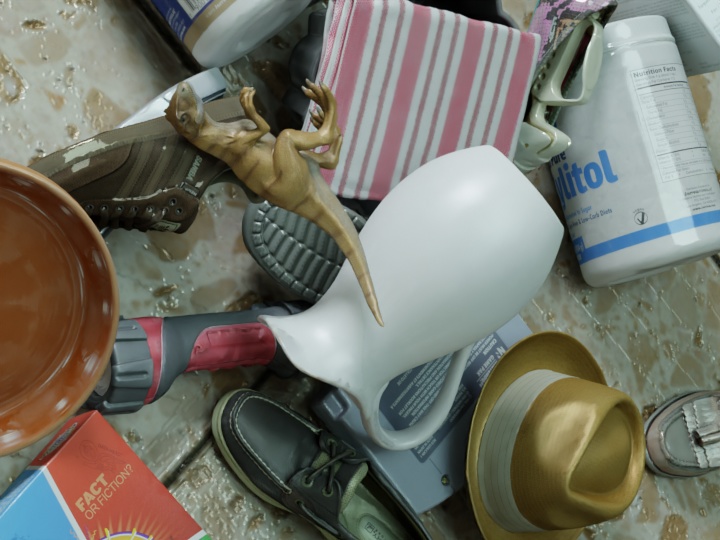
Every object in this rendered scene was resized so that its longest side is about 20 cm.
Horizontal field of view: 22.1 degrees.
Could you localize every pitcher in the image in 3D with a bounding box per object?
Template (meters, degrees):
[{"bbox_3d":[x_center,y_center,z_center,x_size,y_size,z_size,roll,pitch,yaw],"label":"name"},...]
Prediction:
[{"bbox_3d":[0.052,0.024,1.290,0.200,0.121,0.172,-42,131,-1],"label":"pitcher"}]

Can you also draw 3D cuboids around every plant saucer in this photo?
[{"bbox_3d":[-0.251,0.023,1.146,0.199,0.032,0.201,-6,110,-16],"label":"plant saucer"}]

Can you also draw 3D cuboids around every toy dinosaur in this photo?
[{"bbox_3d":[-0.042,-0.061,1.220,0.200,0.060,0.106,39,70,-11],"label":"toy dinosaur"}]

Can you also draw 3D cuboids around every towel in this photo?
[{"bbox_3d":[0.043,-0.121,1.356,0.199,0.030,0.147,7,103,-39],"label":"towel"}]

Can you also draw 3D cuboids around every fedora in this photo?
[{"bbox_3d":[0.162,0.141,1.419,0.200,0.082,0.202,-2,92,-49],"label":"fedora"}]

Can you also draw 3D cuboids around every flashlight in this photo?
[{"bbox_3d":[-0.103,0.059,1.285,0.199,0.068,0.068,-3,97,-38],"label":"flashlight"}]

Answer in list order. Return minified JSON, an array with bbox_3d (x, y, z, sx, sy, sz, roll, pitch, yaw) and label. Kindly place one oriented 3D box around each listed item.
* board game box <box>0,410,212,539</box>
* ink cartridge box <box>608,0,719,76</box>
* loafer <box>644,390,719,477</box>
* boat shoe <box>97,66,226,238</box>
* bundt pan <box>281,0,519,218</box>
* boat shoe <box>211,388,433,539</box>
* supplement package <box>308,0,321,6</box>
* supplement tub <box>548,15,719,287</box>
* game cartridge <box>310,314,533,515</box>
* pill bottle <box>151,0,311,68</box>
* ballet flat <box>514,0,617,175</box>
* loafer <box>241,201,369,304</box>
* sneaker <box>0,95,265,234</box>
[{"bbox_3d":[-0.163,0.216,1.207,0.200,0.040,0.153,50,53,-14],"label":"board game box"},{"bbox_3d":[0.238,-0.255,1.576,0.047,0.160,0.200,-40,103,-15],"label":"ink cartridge box"},{"bbox_3d":[0.327,0.132,1.588,0.199,0.063,0.072,-7,81,-38],"label":"loafer"},{"bbox_3d":[-0.155,-0.067,1.280,0.068,0.072,0.200,53,55,-9],"label":"boat shoe"},{"bbox_3d":[0.026,-0.138,1.399,0.201,0.076,0.203,-12,114,-30],"label":"bundt pan"},{"bbox_3d":[-0.018,0.152,1.319,0.201,0.066,0.072,45,56,-17],"label":"boat shoe"},{"bbox_3d":[-0.019,-0.303,1.431,0.200,0.111,0.156,-30,95,-39],"label":"supplement package"},{"bbox_3d":[0.222,-0.097,1.537,0.132,0.132,0.201,-12,83,-39],"label":"supplement tub"},{"bbox_3d":[0.059,0.090,1.418,0.200,0.041,0.133,-46,109,-37],"label":"game cartridge"},{"bbox_3d":[-0.127,-0.254,1.325,0.111,0.111,0.200,-33,85,-39],"label":"pill bottle"},{"bbox_3d":[0.146,-0.137,1.465,0.069,0.071,0.201,7,110,-54],"label":"ballet flat"},{"bbox_3d":[0.000,0.000,1.359,0.199,0.070,0.075,27,89,-16],"label":"loafer"},{"bbox_3d":[-0.143,-0.055,1.208,0.199,0.070,0.076,-22,90,-28],"label":"sneaker"}]
